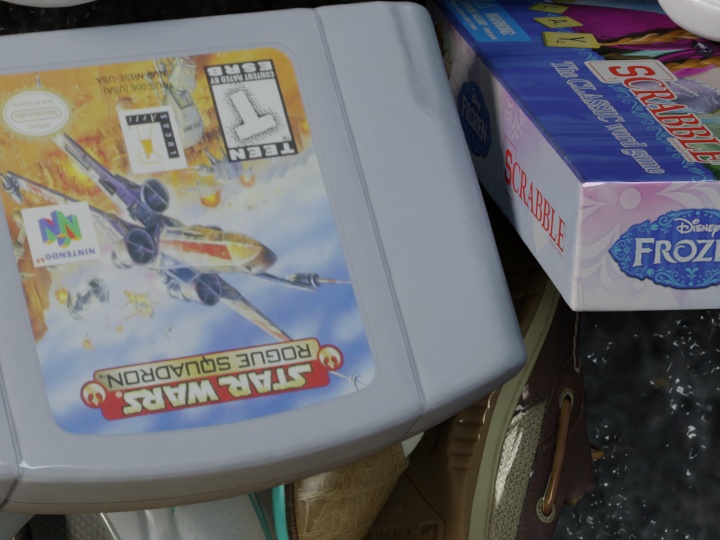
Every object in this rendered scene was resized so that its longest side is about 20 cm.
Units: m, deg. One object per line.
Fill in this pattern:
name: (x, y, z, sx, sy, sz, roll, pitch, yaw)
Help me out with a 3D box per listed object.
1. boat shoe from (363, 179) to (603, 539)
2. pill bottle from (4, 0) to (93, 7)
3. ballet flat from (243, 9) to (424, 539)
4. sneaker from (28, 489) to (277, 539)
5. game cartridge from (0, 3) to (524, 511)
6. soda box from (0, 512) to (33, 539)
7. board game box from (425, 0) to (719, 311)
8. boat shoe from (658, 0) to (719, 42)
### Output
boat shoe: (0.039, 0.057, 0.877, 0.072, 0.072, 0.201, 41, 51, -44)
pill bottle: (-0.137, -0.149, 0.808, 0.111, 0.200, 0.112, -14, 114, -36)
ballet flat: (0.000, 0.000, 0.852, 0.072, 0.068, 0.201, -10, 56, 3)
sneaker: (-0.085, 0.021, 0.861, 0.080, 0.070, 0.201, -24, 87, -31)
game cartridge: (-0.055, -0.003, 0.765, 0.199, 0.042, 0.134, -8, 67, -24)
soda box: (-0.173, 0.006, 0.793, 0.068, 0.063, 0.201, -46, 116, -41)
board game box: (0.135, -0.042, 0.849, 0.198, 0.200, 0.041, -1, 111, -12)
boat shoe: (0.161, -0.122, 0.915, 0.072, 0.068, 0.200, 33, 53, 17)
